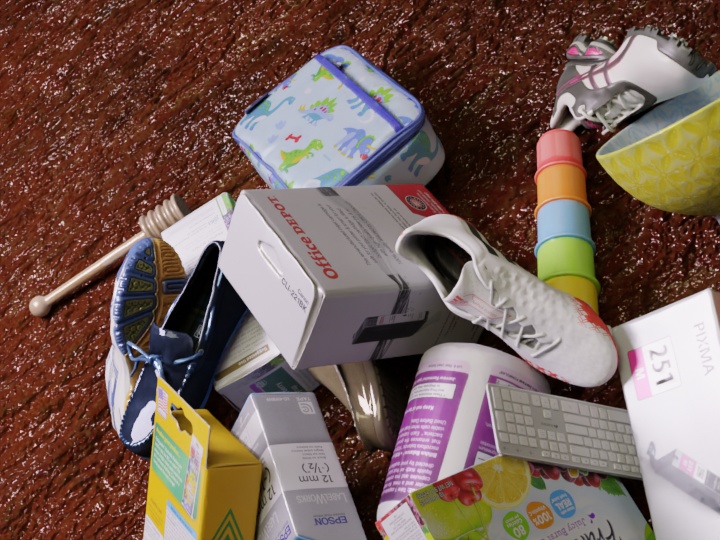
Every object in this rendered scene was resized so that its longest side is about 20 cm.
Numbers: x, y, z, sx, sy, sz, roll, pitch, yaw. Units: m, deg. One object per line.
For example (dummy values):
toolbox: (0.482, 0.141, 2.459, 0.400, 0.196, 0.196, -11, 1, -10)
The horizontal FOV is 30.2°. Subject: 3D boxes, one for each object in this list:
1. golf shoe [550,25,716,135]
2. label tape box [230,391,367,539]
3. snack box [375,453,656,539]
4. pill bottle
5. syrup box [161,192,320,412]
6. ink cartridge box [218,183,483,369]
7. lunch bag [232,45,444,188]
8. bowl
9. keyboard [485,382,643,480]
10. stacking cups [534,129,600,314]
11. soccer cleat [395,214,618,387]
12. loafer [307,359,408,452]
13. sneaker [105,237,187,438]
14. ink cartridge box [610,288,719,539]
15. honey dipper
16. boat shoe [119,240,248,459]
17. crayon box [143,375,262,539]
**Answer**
golf shoe: (0.234, -0.157, 1.160, 0.089, 0.077, 0.200, -62, 18, -5)
label tape box: (-0.060, 0.220, 1.078, 0.144, 0.066, 0.201, -60, 38, 40)
snack box: (0.123, 0.200, 0.943, 0.053, 0.199, 0.143, -46, 68, 42)
pill bottle: (0.076, 0.169, 1.055, 0.111, 0.112, 0.201, 5, 64, 29)
syrup box: (-0.113, 0.034, 1.252, 0.081, 0.079, 0.201, -31, 53, 7)
ink cartridge box: (0.000, 0.000, 1.136, 0.144, 0.199, 0.084, 50, 130, 38)
lunch bag: (-0.020, -0.126, 1.281, 0.160, 0.083, 0.200, -37, 41, -3)
bowl: (0.304, -0.099, 1.087, 0.199, 0.200, 0.108, -30, 96, 8)
keyboard: (0.178, 0.125, 0.996, 0.011, 0.199, 0.057, -39, 46, 48)
stacking cups: (0.177, -0.030, 1.164, 0.060, 0.061, 0.201, -12, 52, 20)
soccer cleat: (0.110, 0.025, 1.035, 0.200, 0.085, 0.069, 42, 116, 26)
loafer: (-0.010, 0.087, 1.176, 0.067, 0.076, 0.201, -29, 43, 9)
sneaker: (-0.209, 0.068, 1.236, 0.088, 0.075, 0.202, 12, 99, 58)
ink cartridge box: (0.277, 0.108, 0.949, 0.173, 0.043, 0.202, -28, 61, 39)
honey dipper: (-0.262, -0.011, 1.384, 0.199, 0.038, 0.038, -32, 52, 11)
boat shoe: (-0.163, 0.063, 1.167, 0.084, 0.069, 0.201, 11, 69, 33)
crayon box: (-0.132, 0.199, 1.091, 0.126, 0.051, 0.202, 30, 116, 59)
